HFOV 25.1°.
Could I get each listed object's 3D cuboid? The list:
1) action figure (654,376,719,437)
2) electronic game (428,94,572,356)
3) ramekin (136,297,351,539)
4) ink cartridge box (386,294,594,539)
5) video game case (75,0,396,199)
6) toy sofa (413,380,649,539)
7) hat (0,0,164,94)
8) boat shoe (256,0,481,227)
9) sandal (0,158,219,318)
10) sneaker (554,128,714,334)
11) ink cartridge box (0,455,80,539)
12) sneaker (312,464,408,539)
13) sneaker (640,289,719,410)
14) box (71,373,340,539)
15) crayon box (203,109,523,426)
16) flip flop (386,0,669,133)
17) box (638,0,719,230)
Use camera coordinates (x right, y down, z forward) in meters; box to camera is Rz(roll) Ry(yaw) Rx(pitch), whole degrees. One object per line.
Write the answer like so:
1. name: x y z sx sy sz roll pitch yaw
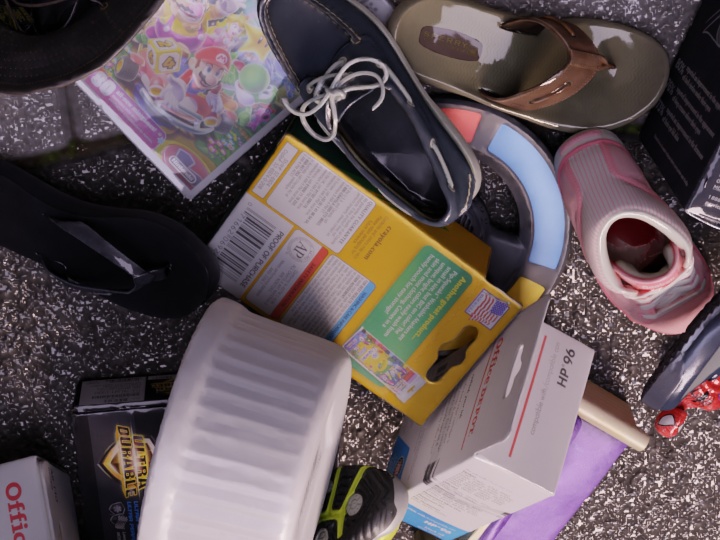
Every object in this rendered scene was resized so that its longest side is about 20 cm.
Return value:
1. action figure: 0.287 0.049 1.208 0.065 0.052 0.201 30 111 -21
2. electronic game: 0.054 -0.029 1.159 0.197 0.042 0.202 -1 115 -3
3. ramekin: -0.073 0.127 1.078 0.097 0.201 0.202 14 114 6
4. ink cartridge box: 0.094 0.107 1.128 0.067 0.117 0.200 27 151 -14
5. video game case: -0.092 -0.162 1.103 0.200 0.018 0.143 -39 110 13
6. toy sofa: 0.127 0.178 1.228 0.082 0.098 0.201 30 109 -15
7. hat: -0.177 -0.191 1.039 0.199 0.202 0.081 -30 152 10
8. boat shoe: -0.001 -0.110 1.067 0.075 0.062 0.201 -35 95 25
9. sandal: -0.193 -0.013 1.116 0.198 0.043 0.077 19 123 10
10. sneaker: 0.202 0.000 1.131 0.075 0.105 0.201 -30 128 10
11. ink cartridge box: -0.306 0.236 1.199 0.198 0.083 0.147 -15 74 4
12. sneaker: -0.013 0.208 1.187 0.076 0.076 0.200 18 137 -22
13. sneaker: 0.285 0.039 1.132 0.082 0.070 0.200 44 98 4
14. box: -0.112 0.174 1.239 0.196 0.050 0.202 -2 115 -1
15. crayon box: 0.000 0.000 1.122 0.199 0.052 0.126 36 116 -7
16. flip flop: 0.115 -0.143 1.091 0.198 0.058 0.082 14 93 -11
17. box: 0.283 -0.134 1.067 0.103 0.148 0.201 19 113 -12
